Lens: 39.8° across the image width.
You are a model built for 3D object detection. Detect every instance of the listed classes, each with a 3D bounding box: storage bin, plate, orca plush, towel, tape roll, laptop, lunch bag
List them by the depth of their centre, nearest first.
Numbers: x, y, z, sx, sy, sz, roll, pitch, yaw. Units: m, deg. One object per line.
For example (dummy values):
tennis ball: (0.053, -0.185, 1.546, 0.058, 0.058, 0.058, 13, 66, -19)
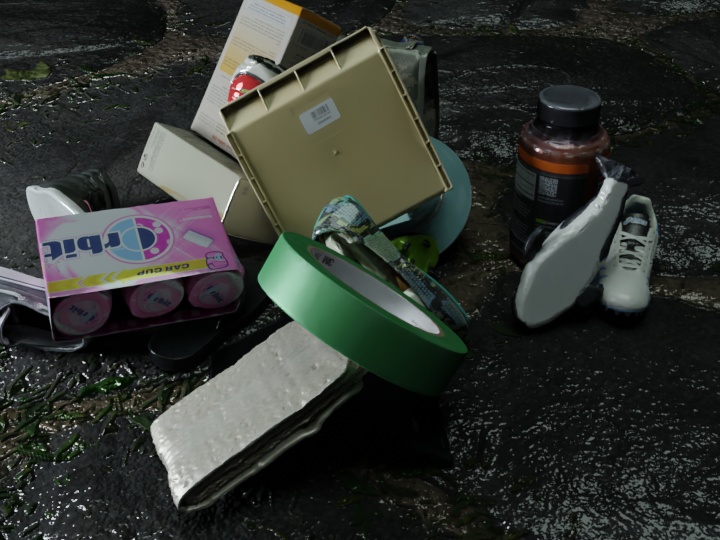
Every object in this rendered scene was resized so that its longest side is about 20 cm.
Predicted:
towel: (-0.092, 0.119, 0.883, 0.199, 0.035, 0.132, -35, 29, -7)
tape roll: (0.003, 0.038, 0.902, 0.199, 0.049, 0.201, 33, 7, -5)
laptop: (-0.035, 0.128, 0.960, 0.197, 0.117, 0.188, 23, 28, -19)
orca plush: (0.221, -0.031, 1.083, 0.104, 0.203, 0.071, 19, 4, -14)
storage bin: (-0.027, -0.134, 1.102, 0.198, 0.201, 0.094, -27, 11, 5)
plate: (0.035, -0.092, 1.200, 0.196, 0.026, 0.203, -4, 62, 8)
lunch bag: (0.019, -0.212, 1.311, 0.161, 0.203, 0.118, 9, 33, 16)

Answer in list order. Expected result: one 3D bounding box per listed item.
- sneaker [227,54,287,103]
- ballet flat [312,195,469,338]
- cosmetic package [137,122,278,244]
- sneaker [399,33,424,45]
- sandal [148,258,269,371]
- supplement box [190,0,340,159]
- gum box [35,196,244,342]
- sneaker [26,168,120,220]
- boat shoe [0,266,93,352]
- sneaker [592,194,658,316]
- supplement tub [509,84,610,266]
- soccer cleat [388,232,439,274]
sneaker: (-0.069, -0.175, 1.187, 0.198, 0.085, 0.077, 32, 18, -12)
ballet flat: (0.026, 0.013, 1.030, 0.200, 0.074, 0.074, 44, 41, 1)
cosmetic package: (-0.180, -0.109, 1.237, 0.104, 0.072, 0.199, 13, 15, -46)
sneaker: (0.083, -0.264, 1.424, 0.074, 0.200, 0.080, 17, 75, 13)
sandal: (-0.153, 0.034, 1.070, 0.074, 0.049, 0.201, 13, 35, 19)
supplement box: (-0.121, -0.241, 1.258, 0.073, 0.203, 0.126, 15, 15, -45)
gum box: (-0.223, -0.005, 1.021, 0.197, 0.067, 0.114, -9, 46, -19)
sneaker: (-0.332, -0.082, 1.207, 0.098, 0.072, 0.199, -22, 24, -27)
boat shoe: (-0.368, 0.047, 1.038, 0.196, 0.073, 0.068, 11, 32, 4)
sneaker: (0.302, -0.019, 1.130, 0.071, 0.074, 0.201, 10, 35, 12)
supplement tub: (0.230, -0.105, 1.142, 0.105, 0.203, 0.108, 1, 32, -1)
soccer cleat: (0.000, 0.000, 1.112, 0.198, 0.069, 0.081, -22, 26, -30)
